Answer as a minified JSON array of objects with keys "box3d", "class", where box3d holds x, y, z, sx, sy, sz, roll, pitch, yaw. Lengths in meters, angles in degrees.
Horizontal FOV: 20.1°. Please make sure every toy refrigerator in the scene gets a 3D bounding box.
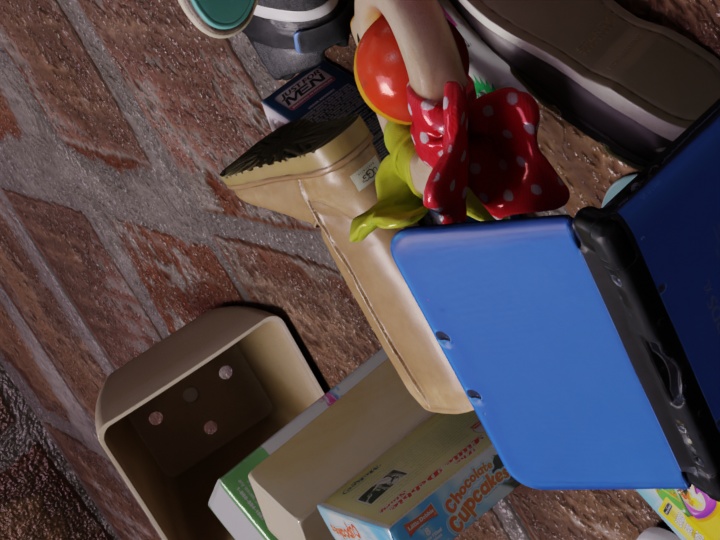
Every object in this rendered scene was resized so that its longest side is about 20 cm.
[{"box3d":[0.015,0.126,1.513,0.070,0.200,0.076,38,158,36],"class":"toy refrigerator"}]

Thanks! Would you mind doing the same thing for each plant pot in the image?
[{"box3d":[-0.143,0.149,1.958,0.200,0.199,0.177,61,170,-23],"class":"plant pot"}]

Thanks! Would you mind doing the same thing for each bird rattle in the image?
[{"box3d":[0.030,-0.086,1.093,0.200,0.112,0.164,87,162,-84],"class":"bird rattle"}]

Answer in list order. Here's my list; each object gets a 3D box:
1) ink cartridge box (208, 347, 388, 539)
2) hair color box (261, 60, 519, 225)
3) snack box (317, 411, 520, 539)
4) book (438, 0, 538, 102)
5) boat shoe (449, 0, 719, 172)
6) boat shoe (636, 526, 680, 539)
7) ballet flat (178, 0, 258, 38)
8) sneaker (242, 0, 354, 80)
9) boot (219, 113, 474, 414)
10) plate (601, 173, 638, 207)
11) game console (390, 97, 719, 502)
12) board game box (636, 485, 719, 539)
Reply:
[{"box3d":[0.001,0.172,1.632,0.145,0.200,0.088,49,158,10],"class":"ink cartridge box"},{"box3d":[0.024,-0.057,1.382,0.200,0.060,0.100,35,154,42],"class":"hair color box"},{"box3d":[0.076,0.119,1.357,0.037,0.200,0.116,59,160,-14],"class":"snack box"},{"box3d":[0.032,-0.175,1.187,0.200,0.048,0.134,51,163,-6],"class":"book"},{"box3d":[0.106,-0.117,1.061,0.201,0.072,0.061,41,155,23],"class":"boat shoe"},{"box3d":[0.253,0.265,1.414,0.200,0.066,0.070,45,160,19],"class":"boat shoe"},{"box3d":[-0.106,-0.243,1.276,0.069,0.069,0.202,179,82,-67],"class":"ballet flat"},{"box3d":[-0.081,-0.184,1.376,0.200,0.073,0.112,25,146,51],"class":"sneaker"},{"box3d":[0.000,0.000,1.344,0.201,0.066,0.175,59,160,-15],"class":"boot"},{"box3d":[0.203,0.032,1.179,0.200,0.026,0.201,45,159,22],"class":"plate"},{"box3d":[0.140,0.015,1.045,0.118,0.171,0.201,29,155,48],"class":"game console"},{"box3d":[0.189,0.092,1.207,0.200,0.047,0.151,48,161,13],"class":"board game box"}]
